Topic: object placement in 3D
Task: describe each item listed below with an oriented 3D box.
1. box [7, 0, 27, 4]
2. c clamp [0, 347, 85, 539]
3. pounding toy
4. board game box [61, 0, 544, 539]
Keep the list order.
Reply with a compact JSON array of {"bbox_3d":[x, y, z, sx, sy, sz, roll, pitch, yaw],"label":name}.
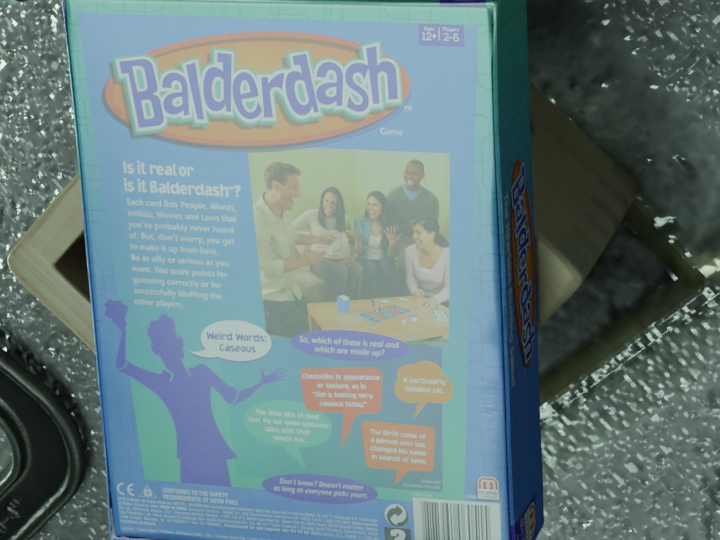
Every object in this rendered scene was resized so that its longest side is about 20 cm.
[{"bbox_3d":[-0.055,-0.161,1.027,0.199,0.049,0.083,-12,122,28],"label":"box"},{"bbox_3d":[-0.208,0.064,1.299,0.170,0.027,0.200,35,131,-4],"label":"c clamp"},{"bbox_3d":[0.000,0.000,1.080,0.200,0.142,0.184,43,117,-2],"label":"pounding toy"},{"bbox_3d":[-0.017,-0.002,0.980,0.151,0.045,0.201,4,111,17],"label":"board game box"}]
